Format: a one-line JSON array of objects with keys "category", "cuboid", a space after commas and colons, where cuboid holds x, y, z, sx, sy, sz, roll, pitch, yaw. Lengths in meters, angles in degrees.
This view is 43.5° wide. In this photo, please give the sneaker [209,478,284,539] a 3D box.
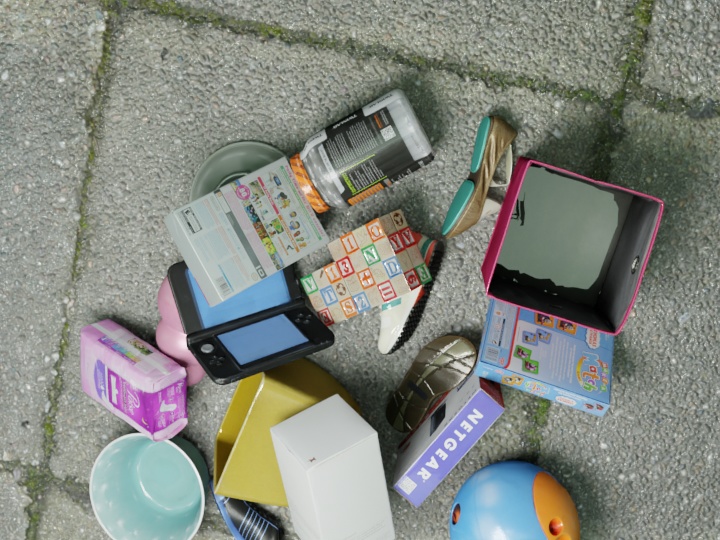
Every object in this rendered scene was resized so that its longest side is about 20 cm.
[{"category": "sneaker", "cuboid": [-0.178, 0.422, 1.498, 0.077, 0.070, 0.201, -28, 87, -15]}]

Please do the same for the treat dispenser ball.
[{"category": "treat dispenser ball", "cuboid": [0.234, 0.393, 1.376, 0.198, 0.201, 0.204, 1, 98, 6]}]

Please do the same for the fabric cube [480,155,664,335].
[{"category": "fabric cube", "cuboid": [0.297, -0.042, 1.308, 0.198, 0.199, 0.198, 17, 99, 3]}]

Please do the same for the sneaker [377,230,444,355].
[{"category": "sneaker", "cuboid": [0.056, 0.030, 1.418, 0.093, 0.070, 0.202, 26, 103, 20]}]

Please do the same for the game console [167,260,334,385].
[{"category": "game console", "cuboid": [-0.160, 0.054, 1.335, 0.198, 0.176, 0.118, -18, 125, -26]}]

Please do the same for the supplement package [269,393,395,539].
[{"category": "supplement package", "cuboid": [-0.037, 0.303, 1.277, 0.116, 0.117, 0.202, -23, 123, -22]}]

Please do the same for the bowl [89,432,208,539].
[{"category": "bowl", "cuboid": [-0.328, 0.348, 1.471, 0.198, 0.105, 0.204, 2, 98, 12]}]

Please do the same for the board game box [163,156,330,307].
[{"category": "board game box", "cuboid": [-0.165, -0.058, 1.327, 0.199, 0.064, 0.149, -29, 92, -28]}]

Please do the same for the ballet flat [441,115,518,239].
[{"category": "ballet flat", "cuboid": [0.190, -0.134, 1.380, 0.072, 0.068, 0.202, 18, 96, -14]}]

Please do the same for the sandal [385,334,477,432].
[{"category": "sandal", "cuboid": [0.114, 0.177, 1.434, 0.082, 0.054, 0.201, 40, 116, 16]}]

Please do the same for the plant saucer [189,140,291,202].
[{"category": "plant saucer", "cuboid": [-0.179, -0.102, 1.424, 0.197, 0.050, 0.203, 1, 99, 5]}]

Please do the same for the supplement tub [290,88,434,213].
[{"category": "supplement tub", "cuboid": [0.002, -0.175, 1.357, 0.198, 0.123, 0.124, -27, 95, 8]}]

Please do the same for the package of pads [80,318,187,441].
[{"category": "package of pads", "cuboid": [-0.360, 0.172, 1.420, 0.199, 0.075, 0.122, 26, 125, 32]}]

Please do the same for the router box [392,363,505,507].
[{"category": "router box", "cuboid": [0.134, 0.241, 1.375, 0.049, 0.180, 0.200, 39, 100, -2]}]

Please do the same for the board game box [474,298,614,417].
[{"category": "board game box", "cuboid": [0.281, 0.124, 1.362, 0.198, 0.152, 0.037, 18, 134, 4]}]

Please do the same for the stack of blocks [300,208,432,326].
[{"category": "stack of blocks", "cuboid": [0.000, 0.000, 1.364, 0.199, 0.058, 0.116, -26, 89, 43]}]

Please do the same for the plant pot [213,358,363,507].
[{"category": "plant pot", "cuboid": [-0.102, 0.250, 1.404, 0.198, 0.196, 0.196, 22, 100, -14]}]

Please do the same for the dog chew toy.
[{"category": "dog chew toy", "cuboid": [-0.268, 0.093, 1.430, 0.123, 0.125, 0.202, 16, 108, 3]}]
